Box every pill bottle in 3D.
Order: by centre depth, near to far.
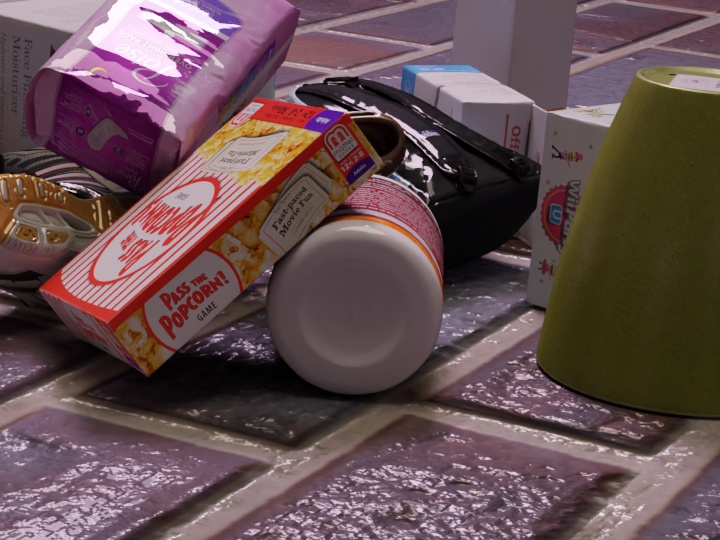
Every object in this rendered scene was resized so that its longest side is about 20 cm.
[{"bbox_3d":[0.000,0.000,1.380,0.112,0.114,0.200,5,16,1],"label":"pill bottle"}]

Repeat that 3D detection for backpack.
[{"bbox_3d":[0.019,-0.078,1.636,0.163,0.154,0.200,-19,55,-46],"label":"backpack"}]

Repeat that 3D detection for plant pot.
[{"bbox_3d":[0.219,-0.029,1.382,0.186,0.201,0.187,4,15,-1],"label":"plant pot"}]

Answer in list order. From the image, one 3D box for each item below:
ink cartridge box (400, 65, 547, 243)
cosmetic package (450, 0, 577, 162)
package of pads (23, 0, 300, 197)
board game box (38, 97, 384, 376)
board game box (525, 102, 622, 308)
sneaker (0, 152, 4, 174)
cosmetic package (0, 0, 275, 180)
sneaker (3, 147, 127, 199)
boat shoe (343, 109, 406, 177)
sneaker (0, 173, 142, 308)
[{"bbox_3d":[0.091,-0.099,1.751,0.066,0.116,0.200,0,15,-18],"label":"ink cartridge box"},{"bbox_3d":[0.140,-0.190,1.933,0.071,0.201,0.101,17,21,38],"label":"cosmetic package"},{"bbox_3d":[-0.138,-0.145,1.475,0.120,0.076,0.200,27,44,8],"label":"package of pads"},{"bbox_3d":[-0.098,-0.026,1.328,0.200,0.046,0.151,-43,22,-14],"label":"board game box"},{"bbox_3d":[0.219,-0.052,1.563,0.064,0.148,0.200,20,21,41],"label":"board game box"},{"bbox_3d":[-0.295,-0.068,1.533,0.090,0.079,0.200,-17,30,14],"label":"sneaker"},{"bbox_3d":[-0.193,-0.124,1.672,0.199,0.166,0.165,16,20,39],"label":"cosmetic package"},{"bbox_3d":[-0.228,-0.044,1.543,0.199,0.074,0.087,23,18,37],"label":"sneaker"},{"bbox_3d":[-0.062,-0.074,1.484,0.202,0.075,0.075,-21,0,-14],"label":"boat shoe"},{"bbox_3d":[-0.192,-0.009,1.433,0.199,0.088,0.076,18,51,-31],"label":"sneaker"}]
